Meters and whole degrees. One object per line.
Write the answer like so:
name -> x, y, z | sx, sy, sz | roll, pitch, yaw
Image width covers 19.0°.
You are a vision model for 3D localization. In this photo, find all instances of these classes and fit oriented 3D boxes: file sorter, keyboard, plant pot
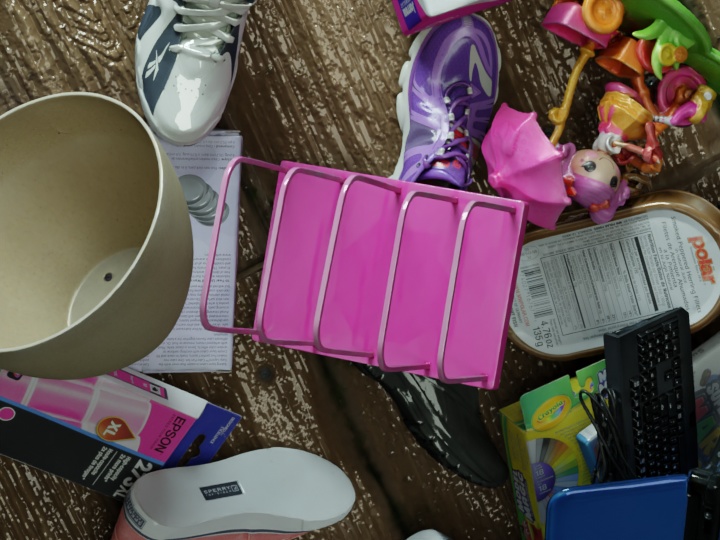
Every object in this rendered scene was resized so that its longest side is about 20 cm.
file sorter -> 0.000, 0.000, 1.562 | 0.199, 0.125, 0.140 | 11, 92, 22
keyboard -> 0.222, 0.134, 1.644 | 0.104, 0.040, 0.201 | -20, 118, -22
plant pot -> -0.195, -0.004, 1.503 | 0.200, 0.200, 0.135 | -45, 142, -4

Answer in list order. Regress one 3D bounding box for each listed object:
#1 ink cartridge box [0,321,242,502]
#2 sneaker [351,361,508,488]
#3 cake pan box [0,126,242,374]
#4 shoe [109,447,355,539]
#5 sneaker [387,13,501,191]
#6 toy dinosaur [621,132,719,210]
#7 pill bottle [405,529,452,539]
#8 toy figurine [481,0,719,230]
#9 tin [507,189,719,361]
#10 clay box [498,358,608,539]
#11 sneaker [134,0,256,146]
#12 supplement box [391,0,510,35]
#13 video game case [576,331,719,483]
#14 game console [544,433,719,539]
ink cartridge box -> -0.192, 0.116, 1.606 | 0.199, 0.037, 0.095 | 24, 115, -29
sneaker -> 0.062, 0.084, 1.680 | 0.091, 0.076, 0.200 | -41, 107, -9
cake pan box -> -0.190, -0.016, 1.609 | 0.198, 0.052, 0.186 | -1, 97, -15
shoe -> -0.104, 0.195, 1.661 | 0.199, 0.072, 0.091 | -3, 140, -35
sneaker -> 0.068, -0.097, 1.645 | 0.080, 0.083, 0.202 | 10, 96, -16
toy dinosaur -> 0.237, -0.012, 1.702 | 0.135, 0.102, 0.201 | -1, 123, 2
pill bottle -> 0.104, 0.300, 1.708 | 0.200, 0.106, 0.107 | 37, 89, -17
toy figurine -> 0.175, -0.111, 1.624 | 0.199, 0.150, 0.185 | 32, 82, -21
tin -> 0.195, 0.007, 1.669 | 0.199, 0.042, 0.113 | -14, 103, 20
clay box -> 0.178, 0.158, 1.704 | 0.114, 0.048, 0.201 | -21, 117, -19
sneaker -> -0.107, -0.193, 1.540 | 0.079, 0.130, 0.201 | 20, 82, -10
supplement box -> 0.054, -0.287, 1.580 | 0.103, 0.101, 0.201 | -20, 91, -10
video game case -> 0.271, 0.131, 1.707 | 0.199, 0.018, 0.144 | -34, 122, -16
game console -> 0.220, 0.198, 1.645 | 0.118, 0.171, 0.201 | 15, 132, 18
